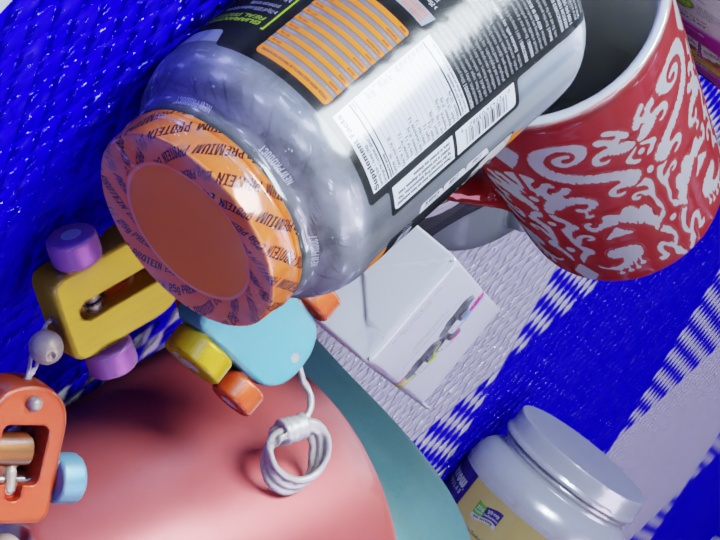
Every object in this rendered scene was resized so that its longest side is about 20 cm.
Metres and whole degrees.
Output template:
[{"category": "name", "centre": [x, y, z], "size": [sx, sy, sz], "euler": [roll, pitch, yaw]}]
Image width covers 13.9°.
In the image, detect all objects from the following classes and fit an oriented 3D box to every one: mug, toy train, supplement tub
[{"category": "mug", "centre": [0.087, -0.088, 1.440], "size": [0.134, 0.177, 0.200], "euler": [-71, 155, -18]}, {"category": "toy train", "centre": [-0.103, 0.046, 1.297], "size": [0.200, 0.056, 0.151], "euler": [-3, 108, -37]}, {"category": "supplement tub", "centre": [-0.008, -0.072, 1.243], "size": [0.200, 0.122, 0.123], "euler": [-41, 163, -31]}, {"category": "supplement tub", "centre": [0.116, 0.222, 2.325], "size": [0.200, 0.145, 0.145], "euler": [-53, 166, 9]}]

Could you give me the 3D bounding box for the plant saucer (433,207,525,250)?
[{"category": "plant saucer", "centre": [0.110, -0.078, 1.737], "size": [0.200, 0.050, 0.200], "euler": [-46, 166, -15]}]

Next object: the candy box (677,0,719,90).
[{"category": "candy box", "centre": [0.154, -0.171, 1.456], "size": [0.061, 0.136, 0.200], "euler": [-50, 167, -6]}]

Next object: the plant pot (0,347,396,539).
[{"category": "plant pot", "centre": [-0.111, 0.147, 1.387], "size": [0.177, 0.200, 0.201], "euler": [-19, 148, -43]}]

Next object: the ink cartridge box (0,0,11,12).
[{"category": "ink cartridge box", "centre": [-0.081, -0.182, 0.905], "size": [0.200, 0.050, 0.161], "euler": [-46, 166, -1]}]

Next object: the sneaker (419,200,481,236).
[{"category": "sneaker", "centre": [0.075, -0.088, 1.587], "size": [0.200, 0.075, 0.085], "euler": [-35, 167, -20]}]

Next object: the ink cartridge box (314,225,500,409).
[{"category": "ink cartridge box", "centre": [0.000, 0.000, 1.464], "size": [0.068, 0.115, 0.200], "euler": [-49, 167, -1]}]

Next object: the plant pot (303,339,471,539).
[{"category": "plant pot", "centre": [-0.031, 0.167, 1.702], "size": [0.201, 0.161, 0.201], "euler": [-45, 165, -16]}]
